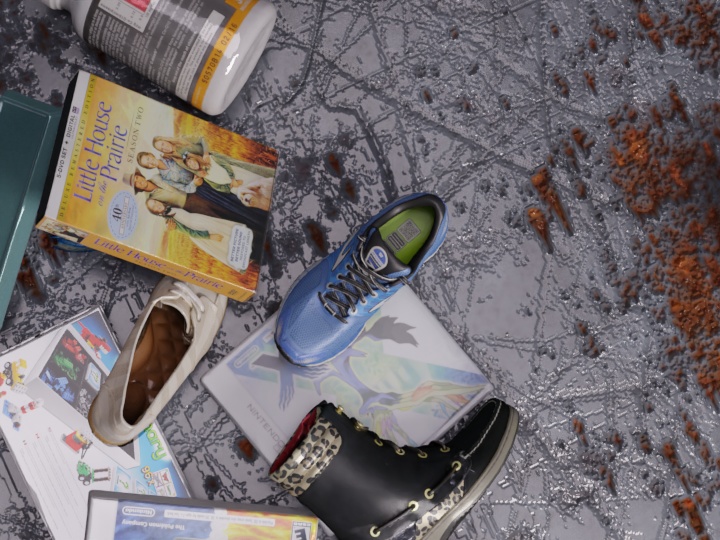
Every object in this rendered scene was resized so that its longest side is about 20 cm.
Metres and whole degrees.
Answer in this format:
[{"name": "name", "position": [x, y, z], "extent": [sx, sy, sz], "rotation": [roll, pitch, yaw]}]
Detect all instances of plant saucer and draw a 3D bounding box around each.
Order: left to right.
[{"name": "plant saucer", "position": [-0.314, -0.053, 1.330], "extent": [0.069, 0.019, 0.202], "rotation": [20, 94, 21]}]

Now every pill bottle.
[{"name": "pill bottle", "position": [-0.184, -0.234, 1.357], "extent": [0.199, 0.116, 0.117], "rotation": [31, 80, -1]}]

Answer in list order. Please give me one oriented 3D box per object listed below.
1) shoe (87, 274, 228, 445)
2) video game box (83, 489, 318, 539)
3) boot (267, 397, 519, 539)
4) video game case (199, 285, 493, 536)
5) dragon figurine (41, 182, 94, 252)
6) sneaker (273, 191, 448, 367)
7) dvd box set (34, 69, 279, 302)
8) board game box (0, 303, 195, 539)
[{"name": "shoe", "position": [-0.165, 0.063, 1.325], "extent": [0.070, 0.053, 0.201], "rotation": [33, 62, -11]}, {"name": "video game box", "position": [-0.143, 0.288, 1.299], "extent": [0.198, 0.047, 0.185], "rotation": [6, 90, -11]}, {"name": "boot", "position": [0.032, 0.154, 1.311], "extent": [0.154, 0.073, 0.204], "rotation": [43, 69, -7]}, {"name": "video game case", "position": [-0.012, 0.102, 1.371], "extent": [0.200, 0.022, 0.183], "rotation": [-41, 87, -10]}, {"name": "dragon figurine", "position": [-0.249, -0.050, 1.352], "extent": [0.198, 0.059, 0.101], "rotation": [-13, 83, -8]}, {"name": "sneaker", "position": [0.000, 0.000, 1.330], "extent": [0.078, 0.089, 0.200], "rotation": [43, 81, 3]}, {"name": "dvd box set", "position": [-0.171, -0.072, 1.323], "extent": [0.198, 0.029, 0.148], "rotation": [22, 61, -24]}, {"name": "board game box", "position": [-0.239, 0.147, 1.335], "extent": [0.125, 0.035, 0.202], "rotation": [-26, 85, -10]}]
